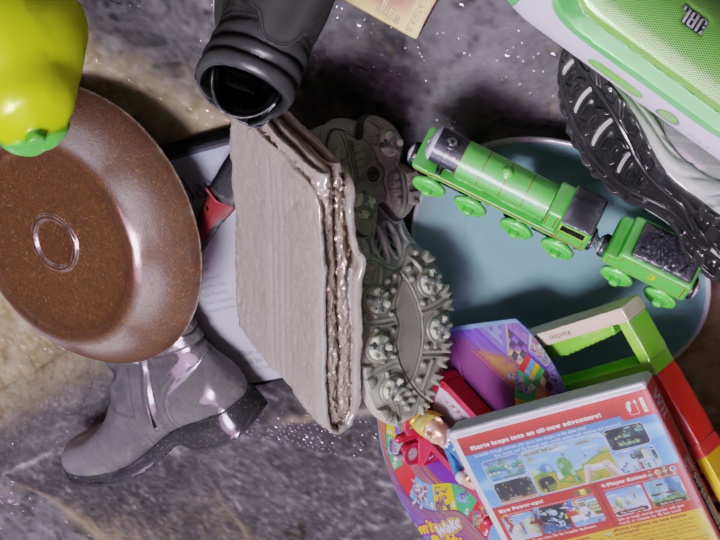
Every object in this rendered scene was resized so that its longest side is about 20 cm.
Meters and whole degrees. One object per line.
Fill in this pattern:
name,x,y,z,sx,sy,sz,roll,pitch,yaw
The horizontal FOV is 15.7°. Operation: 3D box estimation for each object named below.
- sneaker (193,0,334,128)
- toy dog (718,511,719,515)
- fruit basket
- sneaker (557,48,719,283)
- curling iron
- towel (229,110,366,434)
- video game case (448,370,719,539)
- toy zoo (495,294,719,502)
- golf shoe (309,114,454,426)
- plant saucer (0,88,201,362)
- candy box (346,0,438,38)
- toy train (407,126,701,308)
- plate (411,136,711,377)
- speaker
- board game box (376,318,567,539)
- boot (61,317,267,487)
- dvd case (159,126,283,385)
sneaker,-0.069,-0.132,1.565,0.071,0.099,0.200,29,166,-8
toy dog,0.157,0.166,1.766,0.200,0.096,0.132,34,135,-6
fruit basket,-0.217,-0.176,1.599,0.215,0.155,0.216,16,123,26
sneaker,0.198,-0.070,1.568,0.200,0.079,0.074,45,153,5
curling iron,-0.101,-0.052,1.719,0.050,0.026,0.200,37,133,-5
towel,-0.041,-0.010,1.647,0.133,0.034,0.201,48,147,45
video game case,0.159,0.166,1.643,0.143,0.017,0.200,-17,111,30
toy zoo,0.179,0.118,1.661,0.131,0.020,0.200,-21,101,54
golf shoe,0.000,0.000,1.688,0.097,0.078,0.201,-1,100,53
plant saucer,-0.195,-0.024,1.755,0.200,0.037,0.201,17,122,31
candy box,-0.025,-0.235,1.531,0.200,0.055,0.116,28,136,-1
toy train,0.121,-0.035,1.603,0.199,0.042,0.056,26,162,2
plate,0.130,-0.010,1.676,0.199,0.026,0.201,13,134,14
speaker,0.178,-0.136,1.497,0.200,0.089,0.088,35,134,-7
board game box,0.064,0.118,1.709,0.200,0.039,0.159,-9,95,52
boot,-0.168,0.074,1.864,0.200,0.070,0.132,-24,111,37
dvd case,-0.073,-0.008,1.777,0.142,0.018,0.200,-12,122,34
